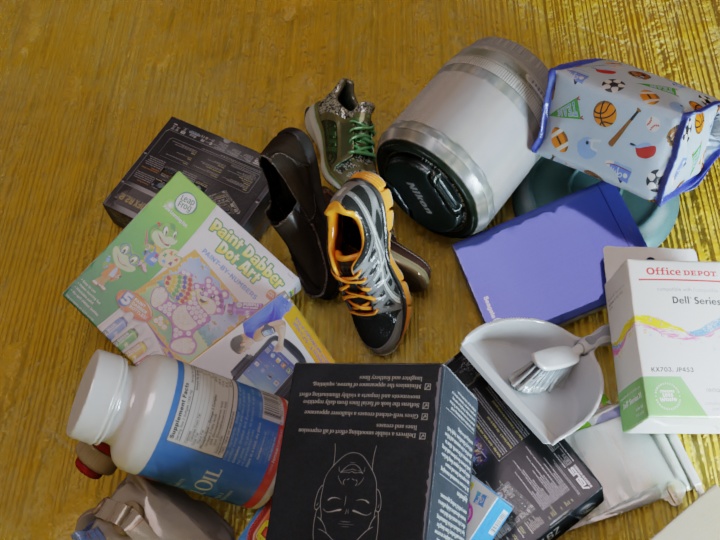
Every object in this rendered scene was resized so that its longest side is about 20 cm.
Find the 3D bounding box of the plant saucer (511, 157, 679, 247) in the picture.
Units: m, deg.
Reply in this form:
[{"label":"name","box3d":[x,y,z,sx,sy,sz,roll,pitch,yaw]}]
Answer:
[{"label":"plant saucer","box3d":[0.279,-0.095,1.074,0.195,0.028,0.204,-6,57,8]}]

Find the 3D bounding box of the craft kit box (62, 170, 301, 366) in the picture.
[{"label":"craft kit box","box3d":[-0.203,0.024,1.036,0.199,0.049,0.198,39,75,10]}]

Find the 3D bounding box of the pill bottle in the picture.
[{"label":"pill bottle","box3d":[-0.171,0.147,0.861,0.197,0.112,0.114,23,55,-21]}]

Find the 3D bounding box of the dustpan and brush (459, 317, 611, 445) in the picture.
[{"label":"dustpan and brush","box3d":[0.210,0.089,0.922,0.198,0.058,0.140,-7,47,-48]}]

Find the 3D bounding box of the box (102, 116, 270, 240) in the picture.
[{"label":"box","box3d":[-0.206,-0.097,1.156,0.197,0.049,0.160,23,66,23]}]

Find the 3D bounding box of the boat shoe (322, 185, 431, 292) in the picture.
[{"label":"boat shoe","box3d":[0.011,-0.045,1.070,0.198,0.073,0.072,28,67,32]}]

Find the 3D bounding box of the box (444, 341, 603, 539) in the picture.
[{"label":"box","box3d":[0.118,0.190,0.897,0.159,0.044,0.201,-36,56,-4]}]

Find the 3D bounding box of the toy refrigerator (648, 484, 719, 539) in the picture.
[{"label":"toy refrigerator","box3d":[0.264,0.289,0.801,0.198,0.077,0.070,-35,58,-13]}]

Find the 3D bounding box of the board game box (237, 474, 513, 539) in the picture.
[{"label":"board game box","box3d":[0.009,0.243,0.852,0.194,0.056,0.202,32,83,33]}]

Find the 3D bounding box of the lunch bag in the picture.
[{"label":"lunch bag","box3d":[0.313,-0.164,1.017,0.168,0.126,0.199,29,34,27]}]

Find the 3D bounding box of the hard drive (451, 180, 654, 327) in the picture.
[{"label":"hard drive","box3d":[0.216,-0.007,1.007,0.196,0.025,0.134,-23,68,2]}]

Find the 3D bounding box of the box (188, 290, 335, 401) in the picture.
[{"label":"box","box3d":[-0.126,0.130,0.971,0.199,0.041,0.120,-37,88,-15]}]

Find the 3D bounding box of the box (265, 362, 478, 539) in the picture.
[{"label":"box","box3d":[0.012,0.192,0.776,0.145,0.107,0.205,-2,65,25]}]

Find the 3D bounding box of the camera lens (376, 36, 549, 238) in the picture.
[{"label":"camera lens","box3d":[0.126,-0.152,1.057,0.158,0.161,0.201,30,65,26]}]

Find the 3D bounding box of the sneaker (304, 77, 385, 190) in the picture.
[{"label":"sneaker","box3d":[-0.010,-0.165,1.120,0.076,0.089,0.202,4,44,-37]}]

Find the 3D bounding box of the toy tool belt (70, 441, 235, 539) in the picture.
[{"label":"toy tool belt","box3d":[-0.225,0.261,0.881,0.199,0.125,0.124,38,89,6]}]

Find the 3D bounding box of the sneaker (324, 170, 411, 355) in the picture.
[{"label":"sneaker","box3d":[0.000,0.000,0.979,0.077,0.205,0.077,-2,18,34]}]

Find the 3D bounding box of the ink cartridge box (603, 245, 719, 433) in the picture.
[{"label":"ink cartridge box","box3d":[0.317,0.056,0.911,0.114,0.068,0.205,1,67,-5]}]

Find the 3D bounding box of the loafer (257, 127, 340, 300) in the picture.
[{"label":"loafer","box3d":[-0.076,-0.056,1.029,0.071,0.204,0.072,-28,18,-39]}]

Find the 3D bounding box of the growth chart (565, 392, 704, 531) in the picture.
[{"label":"growth chart","box3d":[0.231,0.188,0.906,0.195,0.018,0.147,-14,56,2]}]
